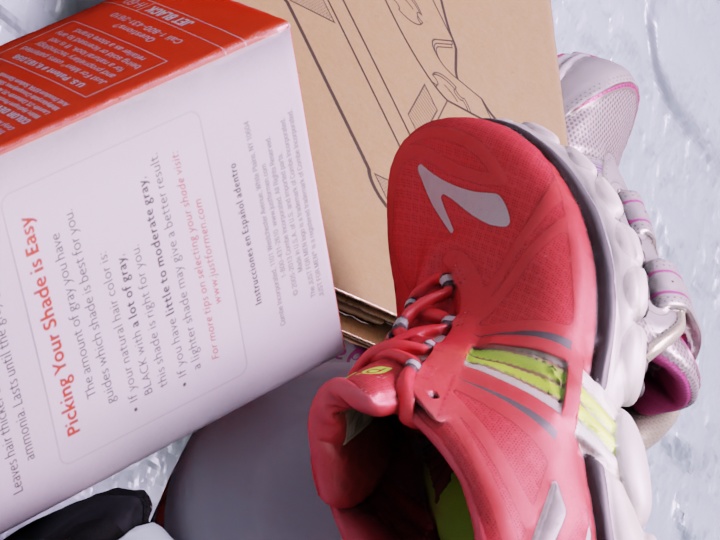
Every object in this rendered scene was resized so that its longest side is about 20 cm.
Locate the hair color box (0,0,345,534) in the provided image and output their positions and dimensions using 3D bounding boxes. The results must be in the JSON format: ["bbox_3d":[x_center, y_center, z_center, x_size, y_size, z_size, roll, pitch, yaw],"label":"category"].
[{"bbox_3d":[-0.104,0.011,0.665,0.200,0.061,0.102,-27,123,-31],"label":"hair color box"}]

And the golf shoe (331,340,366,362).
[{"bbox_3d":[0.000,0.000,0.914,0.092,0.075,0.200,-61,147,-75],"label":"golf shoe"}]

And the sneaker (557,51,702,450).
[{"bbox_3d":[0.077,0.016,0.925,0.081,0.088,0.200,71,30,-61],"label":"sneaker"}]

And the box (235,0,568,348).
[{"bbox_3d":[0.006,-0.061,0.856,0.163,0.021,0.200,24,47,-36],"label":"box"}]

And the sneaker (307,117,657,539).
[{"bbox_3d":[0.026,0.032,0.692,0.085,0.077,0.200,18,45,-29],"label":"sneaker"}]

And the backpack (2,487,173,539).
[{"bbox_3d":[-0.079,0.151,0.671,0.200,0.127,0.167,-54,178,38],"label":"backpack"}]

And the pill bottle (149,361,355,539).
[{"bbox_3d":[-0.024,0.127,0.793,0.111,0.111,0.200,-58,175,-42],"label":"pill bottle"}]
